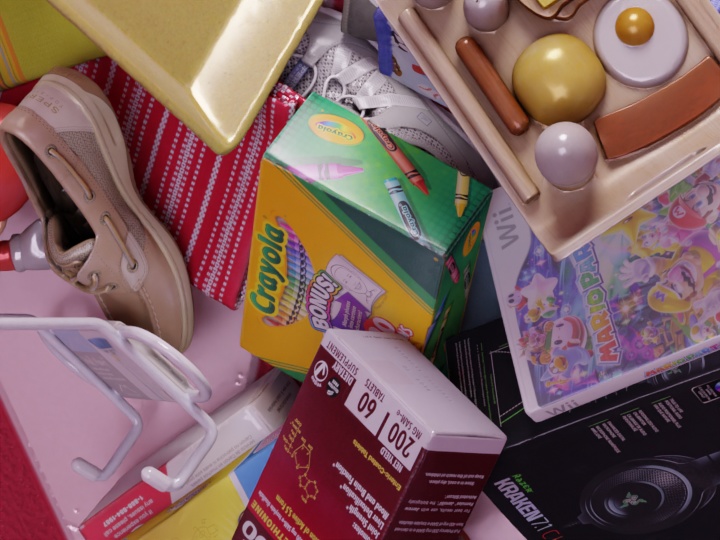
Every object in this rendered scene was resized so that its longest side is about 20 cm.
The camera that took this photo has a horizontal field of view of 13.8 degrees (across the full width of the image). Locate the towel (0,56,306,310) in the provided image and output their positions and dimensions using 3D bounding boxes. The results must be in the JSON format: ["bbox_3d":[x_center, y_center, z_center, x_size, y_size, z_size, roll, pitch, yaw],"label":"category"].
[{"bbox_3d":[-0.129,-0.084,1.751,0.200,0.022,0.145,32,118,23],"label":"towel"}]

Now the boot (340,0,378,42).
[{"bbox_3d":[0.085,-0.118,1.697,0.199,0.073,0.182,13,96,2],"label":"boot"}]

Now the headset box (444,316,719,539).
[{"bbox_3d":[0.177,0.082,1.684,0.200,0.093,0.174,-22,139,18],"label":"headset box"}]

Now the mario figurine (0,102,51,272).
[{"bbox_3d":[-0.245,-0.043,1.795,0.123,0.106,0.200,21,142,-31],"label":"mario figurine"}]

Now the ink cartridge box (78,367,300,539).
[{"bbox_3d":[-0.051,0.183,1.819,0.147,0.086,0.200,-35,98,20],"label":"ink cartridge box"}]

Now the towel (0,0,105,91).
[{"bbox_3d":[-0.188,-0.158,1.747,0.200,0.018,0.086,-14,100,34],"label":"towel"}]

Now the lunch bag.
[{"bbox_3d":[0.124,-0.169,1.603,0.170,0.124,0.200,29,77,8],"label":"lunch bag"}]

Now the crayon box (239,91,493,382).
[{"bbox_3d":[0.000,0.000,1.700,0.119,0.058,0.200,29,148,13],"label":"crayon box"}]

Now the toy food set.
[{"bbox_3d":[0.104,-0.123,1.508,0.143,0.060,0.200,-34,81,2],"label":"toy food set"}]

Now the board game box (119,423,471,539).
[{"bbox_3d":[-0.042,0.181,1.750,0.200,0.040,0.153,-37,96,20],"label":"board game box"}]

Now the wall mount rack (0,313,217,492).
[{"bbox_3d":[-0.178,0.058,1.746,0.174,0.200,0.075,43,72,-20],"label":"wall mount rack"}]

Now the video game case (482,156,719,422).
[{"bbox_3d":[0.167,-0.016,1.615,0.200,0.018,0.144,-23,57,18],"label":"video game case"}]

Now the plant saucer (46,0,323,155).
[{"bbox_3d":[-0.100,-0.199,1.647,0.048,0.200,0.200,12,157,48],"label":"plant saucer"}]

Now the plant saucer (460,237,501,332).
[{"bbox_3d":[0.129,0.003,1.754,0.199,0.019,0.070,-9,105,15],"label":"plant saucer"}]

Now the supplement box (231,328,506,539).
[{"bbox_3d":[-0.008,0.145,1.649,0.109,0.061,0.200,43,118,42],"label":"supplement box"}]

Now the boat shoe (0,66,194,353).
[{"bbox_3d":[-0.156,-0.020,1.723,0.072,0.065,0.200,14,136,39],"label":"boat shoe"}]

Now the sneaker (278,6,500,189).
[{"bbox_3d":[-0.002,-0.089,1.721,0.200,0.082,0.075,32,112,2],"label":"sneaker"}]
